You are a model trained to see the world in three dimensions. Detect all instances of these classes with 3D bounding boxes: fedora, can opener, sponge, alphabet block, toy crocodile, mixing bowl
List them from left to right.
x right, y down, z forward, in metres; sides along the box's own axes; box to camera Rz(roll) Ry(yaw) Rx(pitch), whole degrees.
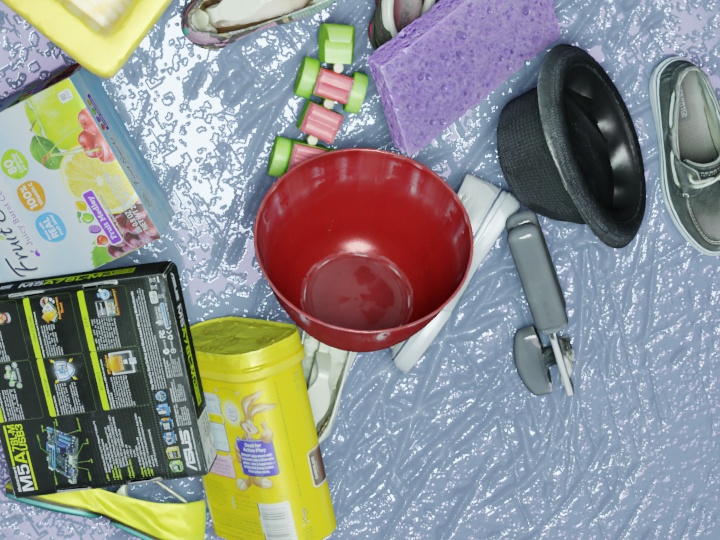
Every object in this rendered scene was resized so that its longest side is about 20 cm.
[{"bbox_3d":[-0.237,-0.303,1.513,0.196,0.200,0.196,36,95,-12],"label":"alphabet block"},{"bbox_3d":[-0.040,-0.135,1.637,0.067,0.062,0.202,17,99,-9],"label":"toy crocodile"},{"bbox_3d":[0.000,0.000,1.596,0.198,0.109,0.202,2,56,-3],"label":"mixing bowl"},{"bbox_3d":[0.097,-0.206,1.600,0.200,0.030,0.112,-39,137,-16],"label":"sponge"},{"bbox_3d":[0.165,0.040,1.675,0.066,0.054,0.201,-16,120,10],"label":"can opener"},{"bbox_3d":[0.191,-0.109,1.641,0.091,0.200,0.202,-13,105,33],"label":"fedora"}]

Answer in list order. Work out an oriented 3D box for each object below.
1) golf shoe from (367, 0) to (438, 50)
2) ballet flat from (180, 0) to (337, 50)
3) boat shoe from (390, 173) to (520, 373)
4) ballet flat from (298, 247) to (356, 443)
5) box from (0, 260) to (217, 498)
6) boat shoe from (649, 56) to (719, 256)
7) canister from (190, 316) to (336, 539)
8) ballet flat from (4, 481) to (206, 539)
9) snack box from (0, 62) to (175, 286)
[{"bbox_3d":[0.054,-0.293,1.606,0.076,0.088,0.202,4,99,-6],"label":"golf shoe"},{"bbox_3d":[-0.074,-0.260,1.605,0.199,0.071,0.070,-25,101,-1],"label":"ballet flat"},{"bbox_3d":[0.076,0.000,1.679,0.066,0.074,0.201,33,86,4],"label":"boat shoe"},{"bbox_3d":[-0.032,0.078,1.676,0.069,0.069,0.202,10,99,-8],"label":"ballet flat"},{"bbox_3d":[-0.244,0.101,1.589,0.191,0.048,0.202,-8,107,12],"label":"box"},{"bbox_3d":[0.324,-0.105,1.678,0.071,0.071,0.202,-20,103,-2],"label":"boat shoe"},{"bbox_3d":[-0.102,0.155,1.643,0.086,0.148,0.202,-23,109,-38],"label":"canister"},{"bbox_3d":[-0.241,0.218,1.679,0.198,0.067,0.068,19,81,1],"label":"ballet flat"},{"bbox_3d":[-0.297,-0.072,1.586,0.199,0.068,0.170,-24,108,18],"label":"snack box"}]
